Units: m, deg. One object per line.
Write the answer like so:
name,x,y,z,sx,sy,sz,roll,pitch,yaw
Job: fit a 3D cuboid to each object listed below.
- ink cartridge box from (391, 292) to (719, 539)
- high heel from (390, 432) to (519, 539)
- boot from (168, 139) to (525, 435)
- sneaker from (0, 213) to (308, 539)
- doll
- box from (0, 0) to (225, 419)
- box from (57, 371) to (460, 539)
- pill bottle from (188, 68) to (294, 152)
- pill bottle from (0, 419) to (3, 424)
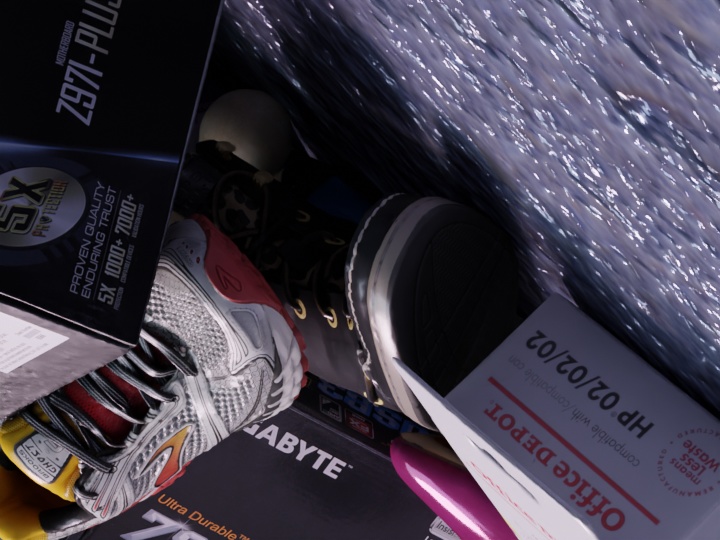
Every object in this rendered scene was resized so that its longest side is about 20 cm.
ink cartridge box,0.100,0.087,0.922,0.115,0.068,0.200,40,170,41
high heel,0.078,0.146,1.065,0.200,0.096,0.067,33,-174,-14
boot,-0.014,0.000,0.985,0.150,0.073,0.200,26,173,20
sneaker,-0.086,0.052,0.967,0.078,0.082,0.200,49,141,8
doll,0.000,0.000,1.114,0.200,0.048,0.136,53,163,-24
box,-0.137,-0.038,0.935,0.086,0.164,0.200,22,157,-22
box,-0.038,0.140,1.127,0.200,0.199,0.050,29,-153,-20
pill bottle,-0.127,-0.071,1.210,0.200,0.112,0.112,42,172,30
pill bottle,-0.194,0.001,1.085,0.200,0.114,0.114,44,175,-23
